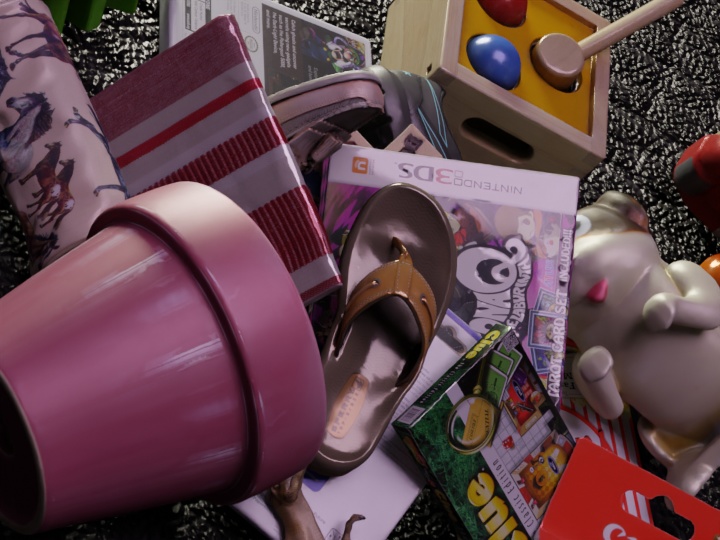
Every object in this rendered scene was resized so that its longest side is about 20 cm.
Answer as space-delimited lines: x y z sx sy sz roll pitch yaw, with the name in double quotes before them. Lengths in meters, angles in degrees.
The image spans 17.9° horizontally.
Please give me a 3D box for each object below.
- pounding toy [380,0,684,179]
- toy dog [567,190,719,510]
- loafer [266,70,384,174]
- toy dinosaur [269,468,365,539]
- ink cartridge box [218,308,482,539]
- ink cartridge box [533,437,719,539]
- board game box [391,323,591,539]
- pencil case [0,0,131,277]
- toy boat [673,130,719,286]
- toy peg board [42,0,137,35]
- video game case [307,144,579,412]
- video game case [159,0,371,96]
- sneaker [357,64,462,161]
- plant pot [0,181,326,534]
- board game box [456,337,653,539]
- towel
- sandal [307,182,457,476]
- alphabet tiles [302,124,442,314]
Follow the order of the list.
"pounding toy" 0.135 -0.162 1.808 0.199 0.142 0.185 27 46 -20
"toy dog" 0.214 0.036 1.657 0.200 0.140 0.194 44 27 -4
"loafer" -0.068 -0.072 1.550 0.072 0.199 0.063 26 47 -62
"toy dinosaur" -0.034 0.218 1.436 0.100 0.058 0.201 9 70 1
"ink cartridge box" 0.005 0.109 1.508 0.099 0.039 0.200 41 71 -5
"ink cartridge box" 0.175 0.237 1.526 0.162 0.057 0.201 28 86 -19
"board game box" 0.104 0.145 1.527 0.105 0.023 0.200 -42 118 -20
"pencil case" -0.212 -0.079 1.511 0.201 0.089 0.078 64 1 17
"toy boat" 0.326 -0.013 1.886 0.200 0.131 0.131 45 72 0
"toy peg board" -0.223 -0.257 1.636 0.199 0.098 0.200 34 38 20
"video game case" 0.054 0.022 1.576 0.180 0.036 0.201 8 80 -8
"video game case" -0.068 -0.123 1.704 0.181 0.023 0.201 19 48 -27
"sneaker" 0.046 -0.054 1.663 0.079 0.075 0.201 -1 77 -38
"plant pot" -0.148 0.066 1.382 0.178 0.200 0.201 -23 74 -30
"board game box" 0.131 0.128 1.653 0.151 0.046 0.201 14 51 -31
"towel" -0.104 -0.050 1.519 0.023 0.144 0.201 3 61 -64
"sandal" 0.013 0.037 1.476 0.080 0.054 0.201 25 72 -9
"alphabet tiles" 0.000 0.000 1.592 0.200 0.006 0.166 -44 91 -14
